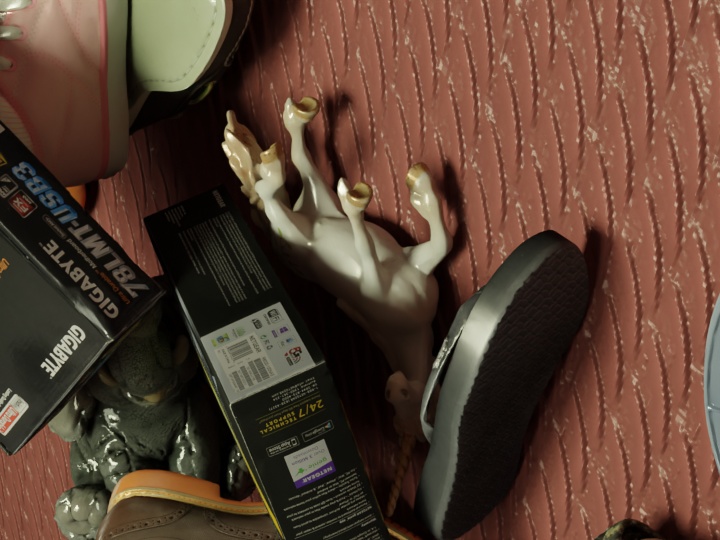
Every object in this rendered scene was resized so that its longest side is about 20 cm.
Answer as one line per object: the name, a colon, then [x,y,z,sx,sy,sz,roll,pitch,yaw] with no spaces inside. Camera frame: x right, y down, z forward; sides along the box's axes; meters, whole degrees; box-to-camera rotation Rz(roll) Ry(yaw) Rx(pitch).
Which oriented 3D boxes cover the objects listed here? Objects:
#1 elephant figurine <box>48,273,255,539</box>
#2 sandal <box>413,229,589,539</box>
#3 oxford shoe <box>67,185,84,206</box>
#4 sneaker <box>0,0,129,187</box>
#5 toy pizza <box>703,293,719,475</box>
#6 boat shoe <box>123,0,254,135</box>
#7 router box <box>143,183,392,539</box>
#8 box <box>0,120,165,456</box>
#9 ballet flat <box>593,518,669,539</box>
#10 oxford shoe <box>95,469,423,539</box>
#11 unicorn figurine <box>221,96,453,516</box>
elephant figurine: [-0.135,0.061,1.057,0.154,0.141,0.201,7,120,31]
sandal: [0.054,0.057,0.821,0.043,0.076,0.201,44,141,26]
oxford shoe: [-0.253,-0.021,1.211,0.072,0.073,0.200,55,146,17]
sneaker: [-0.183,-0.129,0.917,0.075,0.104,0.202,33,133,45]
toy pizza: [0.211,0.067,0.643,0.200,0.032,0.202,31,132,42]
boat shoe: [-0.103,-0.128,0.952,0.201,0.060,0.072,-27,87,58]
router box: [-0.046,0.068,0.904,0.200,0.052,0.158,-124,12,-56]
box: [-0.217,-0.011,0.934,0.199,0.050,0.200,48,146,-1]
ballet flat: [0.169,0.171,0.739,0.200,0.072,0.072,36,136,38]
oxford shoe: [-0.053,0.170,0.971,0.198,0.073,0.072,8,125,8]
unicorn figurine: [0.000,0.000,0.884,0.200,0.073,0.138,-126,23,-45]
